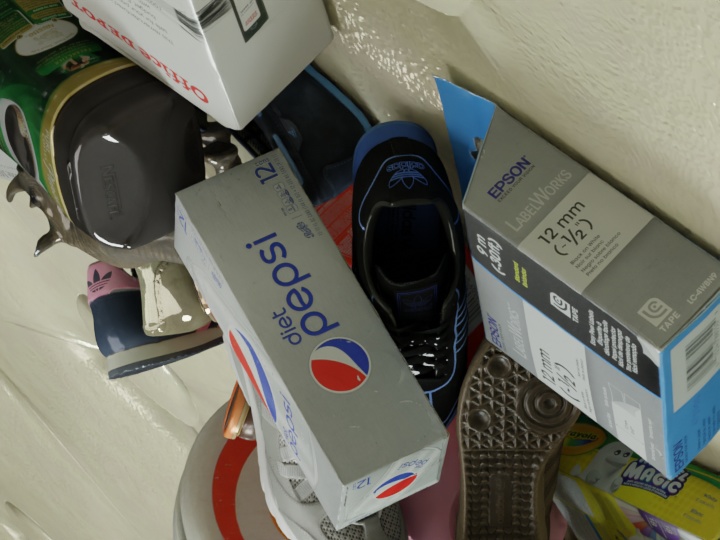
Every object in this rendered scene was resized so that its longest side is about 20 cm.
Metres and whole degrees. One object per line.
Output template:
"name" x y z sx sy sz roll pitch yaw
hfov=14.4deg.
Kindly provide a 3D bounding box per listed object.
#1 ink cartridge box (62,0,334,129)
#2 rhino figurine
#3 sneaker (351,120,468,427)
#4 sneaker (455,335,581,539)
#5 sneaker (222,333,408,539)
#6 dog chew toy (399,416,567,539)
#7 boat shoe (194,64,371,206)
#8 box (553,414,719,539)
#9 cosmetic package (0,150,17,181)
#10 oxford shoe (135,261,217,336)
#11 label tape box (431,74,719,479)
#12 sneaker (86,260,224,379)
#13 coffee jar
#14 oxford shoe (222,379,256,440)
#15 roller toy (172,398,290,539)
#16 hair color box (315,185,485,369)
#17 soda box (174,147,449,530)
"ink cartridge box" -0.107 -0.188 1.498 0.146 0.084 0.200 36 162 28
"rhino figurine" -0.141 -0.041 1.734 0.199 0.060 0.088 2 118 33
"sneaker" 0.026 0.020 1.577 0.078 0.070 0.201 -99 1 -59
"sneaker" 0.086 0.092 1.653 0.070 0.076 0.201 9 117 -2
"sneaker" -0.023 0.098 1.710 0.201 0.075 0.082 65 154 -3
"dog chew toy" 0.055 0.143 1.839 0.125 0.124 0.200 50 170 -16
"boat shoe" -0.081 -0.113 1.639 0.200 0.069 0.084 38 162 24
"box" 0.193 0.160 1.670 0.200 0.048 0.118 26 155 52
"cosmetic package" -0.263 -0.158 1.935 0.107 0.085 0.200 13 143 56
"oxford shoe" -0.138 -0.055 1.796 0.071 0.074 0.201 4 -112 -77
"label tape box" 0.103 0.002 1.484 0.200 0.066 0.143 35 161 25
"sneaker" -0.112 0.012 1.900 0.070 0.200 0.082 -20 91 28
"coffee jar" -0.169 -0.097 1.641 0.200 0.085 0.105 41 149 43
"oxford shoe" -0.033 0.070 1.845 0.073 0.072 0.200 24 -159 10
"roller toy" -0.037 0.172 2.000 0.200 0.182 0.140 43 162 8
"hair color box" 0.000 0.000 1.724 0.200 0.061 0.102 20 150 57
"soda box" -0.030 0.036 1.556 0.200 0.068 0.064 59 162 23
